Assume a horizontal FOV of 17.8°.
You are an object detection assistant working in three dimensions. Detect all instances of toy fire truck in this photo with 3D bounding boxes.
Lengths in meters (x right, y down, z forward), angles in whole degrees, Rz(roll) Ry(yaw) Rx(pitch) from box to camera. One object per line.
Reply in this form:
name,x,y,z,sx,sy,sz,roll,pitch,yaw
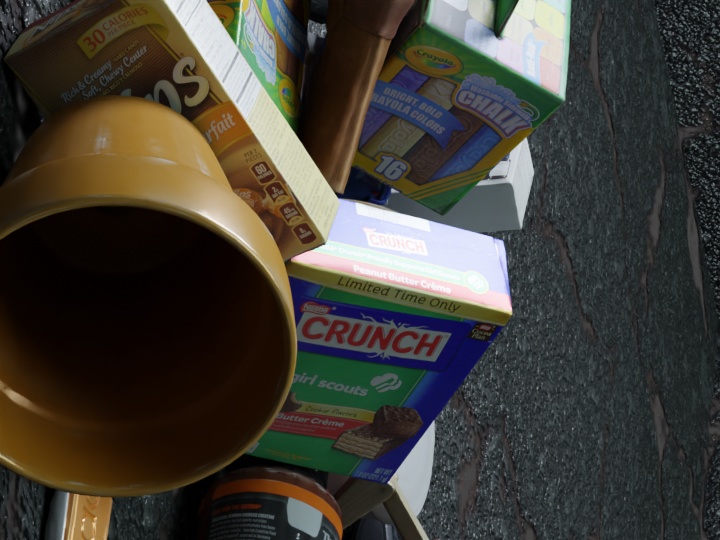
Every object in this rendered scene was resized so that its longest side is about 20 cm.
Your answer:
toy fire truck,-0.018,0.176,1.741,0.049,0.141,0.201,-67,149,-57

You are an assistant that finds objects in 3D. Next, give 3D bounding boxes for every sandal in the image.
sandal,-0.153,0.120,1.446,0.079,0.059,0.207,54,35,-61

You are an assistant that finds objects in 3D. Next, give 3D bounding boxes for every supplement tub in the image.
supplement tub,-0.070,0.212,1.619,0.107,0.107,0.200,67,24,-46

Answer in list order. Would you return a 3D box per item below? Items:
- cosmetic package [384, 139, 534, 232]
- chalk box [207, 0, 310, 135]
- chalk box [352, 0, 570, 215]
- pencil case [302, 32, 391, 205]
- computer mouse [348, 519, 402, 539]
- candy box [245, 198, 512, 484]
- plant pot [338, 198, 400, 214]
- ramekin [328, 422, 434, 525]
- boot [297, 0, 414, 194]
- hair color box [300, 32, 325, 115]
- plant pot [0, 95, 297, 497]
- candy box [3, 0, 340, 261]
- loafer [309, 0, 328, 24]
cosmetic package,0.037,-0.068,1.888,0.083,0.199,0.051,-72,152,-54
chalk box,-0.112,-0.153,1.542,0.125,0.124,0.201,57,32,-58
chalk box,0.072,-0.159,1.657,0.124,0.200,0.125,28,46,-20
pencil case,0.001,-0.128,1.784,0.087,0.078,0.200,40,43,-28
computer mouse,0.013,0.256,1.998,0.200,0.053,0.139,-93,169,-45
candy box,-0.015,0.048,1.580,0.077,0.169,0.200,-98,-149,-43
plant pot,-0.031,0.028,1.633,0.200,0.199,0.028,67,12,-47
ramekin,-0.010,0.108,1.873,0.202,0.094,0.203,-4,90,-73
boot,-0.012,-0.147,1.612,0.188,0.068,0.201,19,-88,69
hair color box,-0.067,-0.138,1.806,0.200,0.060,0.100,4,82,-74
plant pot,-0.141,-0.003,1.330,0.183,0.200,0.201,-98,174,-57
candy box,-0.115,-0.085,1.430,0.200,0.115,0.055,56,25,-22
loafer,-0.042,-0.232,1.731,0.200,0.070,0.068,10,44,-36
